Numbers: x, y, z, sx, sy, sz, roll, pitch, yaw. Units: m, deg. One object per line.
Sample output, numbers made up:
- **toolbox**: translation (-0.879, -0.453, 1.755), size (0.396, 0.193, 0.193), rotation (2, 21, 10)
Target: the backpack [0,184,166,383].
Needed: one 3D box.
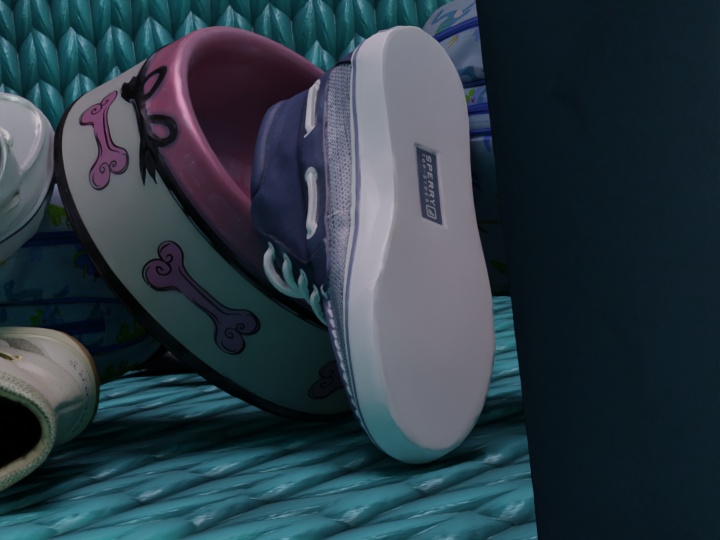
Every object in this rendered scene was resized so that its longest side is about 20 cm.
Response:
- **backpack**: translation (-0.190, 0.015, 1.226), size (0.163, 0.155, 0.199), rotation (-16, -22, 40)

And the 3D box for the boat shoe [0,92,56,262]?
- **boat shoe**: translation (-0.180, -0.041, 1.097), size (0.072, 0.066, 0.200), rotation (34, 31, 6)

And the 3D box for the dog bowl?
- **dog bowl**: translation (-0.043, -0.030, 1.186), size (0.074, 0.201, 0.200), rotation (-43, -16, 27)

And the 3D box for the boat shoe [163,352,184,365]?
- **boat shoe**: translation (-0.039, 0.026, 1.412), size (0.199, 0.072, 0.065), rotation (2, 2, 26)

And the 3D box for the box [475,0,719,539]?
- **box**: translation (0.150, -0.024, 0.758), size (0.199, 0.198, 0.117), rotation (-9, 3, -38)

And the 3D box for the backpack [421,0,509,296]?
- **backpack**: translation (0.095, -0.060, 1.128), size (0.200, 0.154, 0.163), rotation (20, -18, 48)

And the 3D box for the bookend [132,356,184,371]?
- **bookend**: translation (-0.047, 0.004, 1.601), size (0.198, 0.093, 0.200), rotation (-5, 2, 23)

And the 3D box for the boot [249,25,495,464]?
- **boot**: translation (0.000, 0.000, 1.055), size (0.073, 0.201, 0.090), rotation (28, -41, -35)

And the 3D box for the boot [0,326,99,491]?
- **boot**: translation (-0.215, 0.066, 1.052), size (0.199, 0.073, 0.155), rotation (-6, 6, 1)
